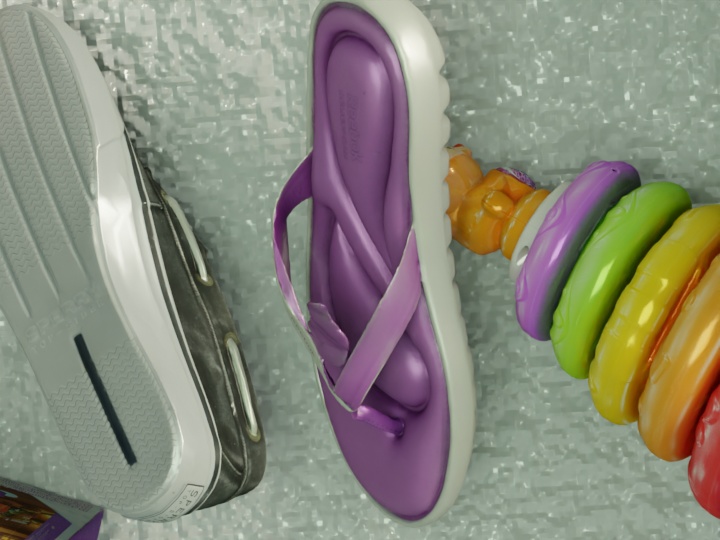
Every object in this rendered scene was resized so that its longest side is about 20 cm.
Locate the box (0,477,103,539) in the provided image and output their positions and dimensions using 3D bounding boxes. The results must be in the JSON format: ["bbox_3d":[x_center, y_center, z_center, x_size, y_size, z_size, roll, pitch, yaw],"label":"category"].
[{"bbox_3d":[-0.208,0.093,1.070,0.199,0.137,0.039,15,101,8],"label":"box"}]

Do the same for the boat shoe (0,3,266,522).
[{"bbox_3d":[-0.092,0.000,1.069,0.072,0.071,0.201,-27,73,27],"label":"boat shoe"}]

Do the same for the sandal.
[{"bbox_3d":[-0.005,-0.002,1.035,0.082,0.050,0.203,20,122,48],"label":"sandal"}]

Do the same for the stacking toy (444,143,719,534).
[{"bbox_3d":[0.094,0.006,1.029,0.200,0.116,0.110,31,97,19],"label":"stacking toy"}]
